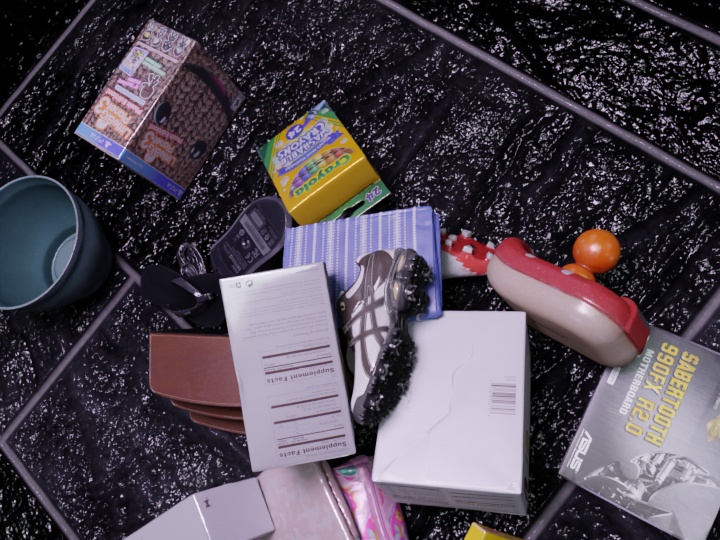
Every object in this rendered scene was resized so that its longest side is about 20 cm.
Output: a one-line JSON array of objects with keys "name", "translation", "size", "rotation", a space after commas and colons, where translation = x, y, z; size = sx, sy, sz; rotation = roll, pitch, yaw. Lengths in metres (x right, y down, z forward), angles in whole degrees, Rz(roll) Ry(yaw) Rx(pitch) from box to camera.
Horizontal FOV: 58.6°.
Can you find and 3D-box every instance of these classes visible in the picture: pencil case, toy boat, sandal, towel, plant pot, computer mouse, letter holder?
[{"name": "pencil case", "translation": [0.022, 0.321, 0.753], "size": [0.087, 0.087, 0.200], "rotation": [-25, 67, 9]}, {"name": "toy boat", "translation": [0.244, 0.010, 0.728], "size": [0.131, 0.130, 0.200], "rotation": [-53, 41, -4]}, {"name": "sandal", "translation": [-0.253, 0.038, 0.915], "size": [0.200, 0.043, 0.076], "rotation": [7, 98, 34]}, {"name": "towel", "translation": [-0.079, 0.326, 0.765], "size": [0.200, 0.032, 0.191], "rotation": [-46, 58, 27]}, {"name": "plant pot", "translation": [-0.468, -0.026, 0.976], "size": [0.200, 0.134, 0.201], "rotation": [-5, 74, 17]}, {"name": "computer mouse", "translation": [-0.167, -0.029, 0.932], "size": [0.200, 0.053, 0.139], "rotation": [-38, 69, 17]}, {"name": "towel", "translation": [0.000, 0.000, 0.782], "size": [0.200, 0.024, 0.145], "rotation": [-7, 66, 16]}, {"name": "letter holder", "translation": [-0.164, 0.151, 0.835], "size": [0.200, 0.101, 0.142], "rotation": [0, 88, 21]}]

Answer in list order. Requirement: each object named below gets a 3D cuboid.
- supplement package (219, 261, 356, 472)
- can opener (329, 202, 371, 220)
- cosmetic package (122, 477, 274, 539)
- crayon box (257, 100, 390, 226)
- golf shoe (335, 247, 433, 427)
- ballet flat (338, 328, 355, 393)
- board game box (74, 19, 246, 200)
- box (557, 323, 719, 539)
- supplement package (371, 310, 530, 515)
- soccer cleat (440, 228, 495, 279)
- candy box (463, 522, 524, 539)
[{"name": "supplement package", "translation": [-0.075, 0.097, 0.699], "size": [0.109, 0.114, 0.200], "rotation": [-10, 92, -2]}, {"name": "can opener", "translation": [-0.032, -0.001, 0.882], "size": [0.063, 0.079, 0.200], "rotation": [16, 82, -18]}, {"name": "cosmetic package", "translation": [-0.212, 0.332, 0.783], "size": [0.200, 0.101, 0.071], "rotation": [-38, 66, 27]}, {"name": "crayon box", "translation": [-0.057, -0.140, 0.887], "size": [0.126, 0.052, 0.200], "rotation": [-36, 47, 5]}, {"name": "golf shoe", "translation": [0.013, 0.069, 0.704], "size": [0.094, 0.078, 0.200], "rotation": [6, 67, 27]}, {"name": "ballet flat", "translation": [-0.011, 0.071, 0.812], "size": [0.068, 0.072, 0.200], "rotation": [-12, 89, 5]}, {"name": "board game box", "translation": [-0.293, -0.236, 0.966], "size": [0.097, 0.159, 0.200], "rotation": [30, 86, 22]}, {"name": "box", "translation": [0.335, 0.175, 0.716], "size": [0.158, 0.048, 0.200], "rotation": [25, 84, 22]}, {"name": "supplement package", "translation": [0.112, 0.159, 0.731], "size": [0.155, 0.111, 0.200], "rotation": [0, 60, 17]}, {"name": "soccer cleat", "translation": [0.090, -0.010, 0.840], "size": [0.200, 0.069, 0.085], "rotation": [9, 117, 3]}, {"name": "candy box", "translation": [0.115, 0.382, 0.702], "size": [0.026, 0.102, 0.200], "rotation": [19, 79, 57]}]
